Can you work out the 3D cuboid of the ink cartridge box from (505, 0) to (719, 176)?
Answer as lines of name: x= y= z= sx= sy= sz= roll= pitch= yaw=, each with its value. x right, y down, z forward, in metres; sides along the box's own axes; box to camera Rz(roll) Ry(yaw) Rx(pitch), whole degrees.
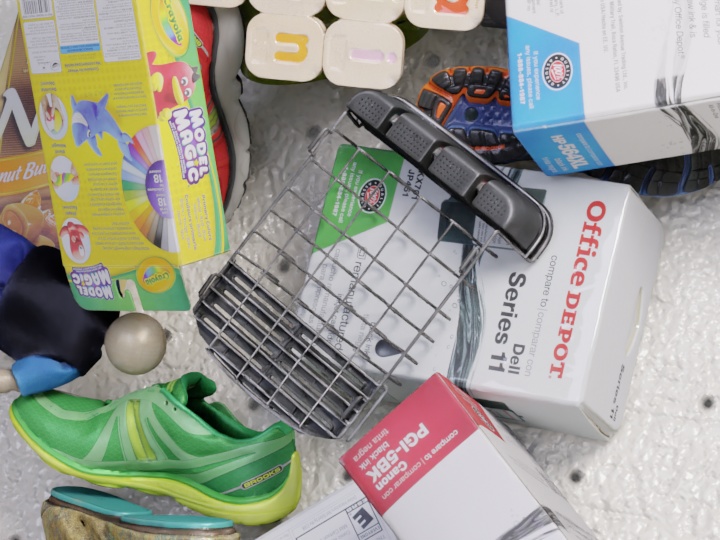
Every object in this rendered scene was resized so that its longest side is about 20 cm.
ink cartridge box: x=0.190 y=-0.148 z=1.575 sx=0.199 sy=0.084 sz=0.147 roll=-8 pitch=68 yaw=17

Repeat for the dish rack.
dish rack: x=0.000 y=0.000 z=1.617 sx=0.153 sy=0.055 sz=0.200 roll=39 pitch=92 yaw=29

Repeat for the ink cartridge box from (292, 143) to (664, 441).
ink cartridge box: x=0.072 y=0.012 z=1.660 sx=0.199 sy=0.083 sz=0.148 roll=8 pitch=76 yaw=23

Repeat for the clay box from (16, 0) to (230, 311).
clay box: x=-0.143 y=-0.077 z=1.637 sx=0.114 sy=0.047 sz=0.202 roll=1 pitch=105 yaw=45

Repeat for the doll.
doll: x=-0.209 y=0.014 z=1.722 sx=0.199 sy=0.048 sz=0.137 roll=24 pitch=80 yaw=25

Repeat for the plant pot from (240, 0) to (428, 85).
plant pot: x=-0.039 y=-0.230 z=1.737 sx=0.199 sy=0.200 sz=0.194 roll=-18 pitch=79 yaw=14

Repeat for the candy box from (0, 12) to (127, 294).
candy box: x=-0.198 y=-0.072 z=1.804 sx=0.115 sy=0.055 sz=0.201 roll=9 pitch=76 yaw=22

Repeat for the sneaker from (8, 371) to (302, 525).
sneaker: x=-0.126 y=0.100 z=1.704 sx=0.199 sy=0.074 sz=0.084 roll=13 pitch=102 yaw=16

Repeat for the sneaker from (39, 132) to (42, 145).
sneaker: x=-0.194 y=-0.155 z=1.721 sx=0.076 sy=0.146 sz=0.204 roll=-8 pitch=71 yaw=14

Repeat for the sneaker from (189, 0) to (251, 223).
sneaker: x=-0.123 y=-0.106 z=1.717 sx=0.084 sy=0.201 sz=0.077 roll=-22 pitch=44 yaw=-23

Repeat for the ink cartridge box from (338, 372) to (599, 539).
ink cartridge box: x=0.094 y=0.173 z=1.563 sx=0.083 sy=0.147 sz=0.200 roll=-41 pitch=63 yaw=5

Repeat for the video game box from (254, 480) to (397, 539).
video game box: x=-0.034 y=0.253 z=1.641 sx=0.199 sy=0.047 sz=0.183 roll=-31 pitch=62 yaw=9

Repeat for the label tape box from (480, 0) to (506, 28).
label tape box: x=0.077 y=-0.268 z=1.672 sx=0.066 sy=0.200 sz=0.144 roll=13 pitch=63 yaw=50

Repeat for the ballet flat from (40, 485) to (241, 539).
ballet flat: x=-0.137 y=0.176 z=1.661 sx=0.199 sy=0.070 sz=0.071 roll=4 pitch=71 yaw=54

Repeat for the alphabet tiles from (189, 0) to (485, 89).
alphabet tiles: x=-0.017 y=-0.213 z=1.618 sx=0.194 sy=0.015 sz=0.202 roll=6 pitch=100 yaw=11

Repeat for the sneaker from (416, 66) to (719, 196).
sneaker: x=0.137 y=-0.095 z=1.679 sx=0.198 sy=0.078 sz=0.076 roll=12 pitch=100 yaw=7
